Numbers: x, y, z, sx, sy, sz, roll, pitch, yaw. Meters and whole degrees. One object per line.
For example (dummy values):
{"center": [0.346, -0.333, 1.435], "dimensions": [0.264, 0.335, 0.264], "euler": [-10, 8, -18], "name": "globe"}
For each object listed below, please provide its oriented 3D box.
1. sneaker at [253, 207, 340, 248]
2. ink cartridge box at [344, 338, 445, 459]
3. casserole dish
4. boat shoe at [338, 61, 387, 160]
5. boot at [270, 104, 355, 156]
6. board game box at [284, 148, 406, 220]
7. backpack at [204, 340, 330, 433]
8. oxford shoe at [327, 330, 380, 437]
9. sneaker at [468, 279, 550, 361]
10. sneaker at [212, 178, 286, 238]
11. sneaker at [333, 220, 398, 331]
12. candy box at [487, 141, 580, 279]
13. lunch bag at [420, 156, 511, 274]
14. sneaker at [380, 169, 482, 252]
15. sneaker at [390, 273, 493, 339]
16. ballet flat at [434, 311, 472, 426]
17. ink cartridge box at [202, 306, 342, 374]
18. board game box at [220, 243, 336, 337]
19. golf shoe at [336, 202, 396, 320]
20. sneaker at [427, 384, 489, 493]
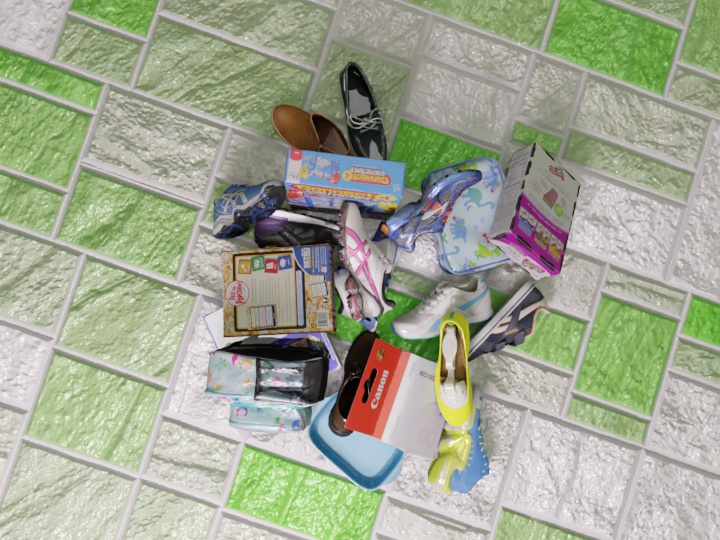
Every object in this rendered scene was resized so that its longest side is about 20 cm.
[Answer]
{"center": [-0.100, -0.059, 1.173], "dimensions": [0.196, 0.076, 0.089], "euler": [14, 96, 5], "name": "sneaker"}
{"center": [0.080, 0.228, 1.112], "dimensions": [0.199, 0.056, 0.165], "euler": [30, 77, -43], "name": "ink cartridge box"}
{"center": [-0.008, 0.310, 1.169], "dimensions": [0.199, 0.039, 0.122], "euler": [41, 86, -1], "name": "casserole dish"}
{"center": [0.008, -0.288, 1.185], "dimensions": [0.073, 0.062, 0.204], "euler": [-11, 88, -5], "name": "boat shoe"}
{"center": [-0.085, -0.250, 1.130], "dimensions": [0.199, 0.155, 0.074], "euler": [37, 86, 4], "name": "boot"}
{"center": [-0.029, -0.145, 1.108], "dimensions": [0.196, 0.196, 0.057], "euler": [7, 83, -2], "name": "board game box"}
{"center": [-0.158, 0.190, 1.057], "dimensions": [0.196, 0.178, 0.154], "euler": [10, 82, 3], "name": "backpack"}
{"center": [0.003, 0.190, 1.129], "dimensions": [0.071, 0.085, 0.203], "euler": [18, 58, -3], "name": "oxford shoe"}
{"center": [0.269, 0.112, 1.171], "dimensions": [0.200, 0.078, 0.080], "euler": [-43, 85, -5], "name": "sneaker"}
{"center": [-0.207, -0.122, 1.119], "dimensions": [0.198, 0.075, 0.079], "euler": [-23, 75, 40], "name": "sneaker"}
{"center": [0.000, 0.001, 1.162], "dimensions": [0.113, 0.081, 0.203], "euler": [15, 88, -4], "name": "sneaker"}
{"center": [0.314, -0.107, 1.136], "dimensions": [0.136, 0.061, 0.203], "euler": [35, 62, -23], "name": "candy box"}
{"center": [0.207, -0.099, 1.176], "dimensions": [0.158, 0.082, 0.204], "euler": [-16, 88, -2], "name": "lunch bag"}
{"center": [0.132, -0.106, 1.106], "dimensions": [0.199, 0.075, 0.079], "euler": [-36, 92, 14], "name": "sneaker"}
{"center": [0.145, 0.067, 1.161], "dimensions": [0.196, 0.076, 0.082], "euler": [-17, 109, -12], "name": "sneaker"}
{"center": [0.158, 0.174, 1.097], "dimensions": [0.065, 0.067, 0.205], "euler": [0, 92, 15], "name": "ballet flat"}
{"center": [-0.160, 0.130, 1.167], "dimensions": [0.197, 0.043, 0.201], "euler": [-25, 89, -4], "name": "ink cartridge box"}
{"center": [-0.144, 0.037, 1.118], "dimensions": [0.196, 0.046, 0.155], "euler": [-3, 85, 5], "name": "board game box"}
{"center": [0.008, -0.020, 1.098], "dimensions": [0.090, 0.073, 0.204], "euler": [-10, 96, -2], "name": "golf shoe"}
{"center": [0.199, 0.317, 1.172], "dimensions": [0.104, 0.076, 0.203], "euler": [26, 86, -20], "name": "sneaker"}
